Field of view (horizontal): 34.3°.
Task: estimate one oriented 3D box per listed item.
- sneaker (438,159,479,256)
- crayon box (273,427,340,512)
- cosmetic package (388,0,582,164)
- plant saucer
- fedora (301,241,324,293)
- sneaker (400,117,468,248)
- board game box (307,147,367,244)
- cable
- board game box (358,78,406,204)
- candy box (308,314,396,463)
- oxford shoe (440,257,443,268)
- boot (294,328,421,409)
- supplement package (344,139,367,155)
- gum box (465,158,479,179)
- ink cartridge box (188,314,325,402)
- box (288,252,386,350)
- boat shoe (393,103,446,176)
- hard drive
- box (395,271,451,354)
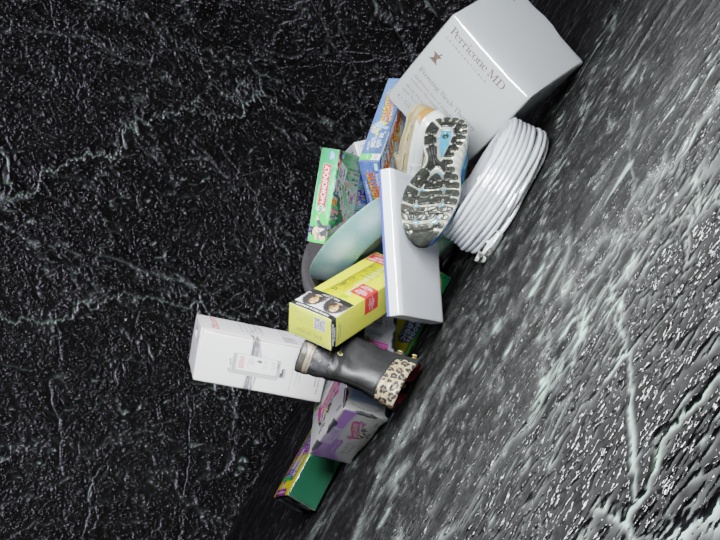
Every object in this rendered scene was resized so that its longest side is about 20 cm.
[{"bbox_3d":[0.143,-0.092,1.797,0.200,0.074,0.118,-45,-1,-18],"label":"sneaker"},{"bbox_3d":[-0.070,0.315,1.954,0.173,0.058,0.200,-60,3,-16],"label":"crayon box"},{"bbox_3d":[0.184,-0.288,1.749,0.166,0.167,0.200,-37,-6,-41],"label":"cosmetic package"},{"bbox_3d":[0.015,-0.042,1.696,0.201,0.039,0.201,-38,-15,-12],"label":"plant saucer"},{"bbox_3d":[0.000,0.000,1.860,0.177,0.090,0.200,-40,35,2],"label":"fedora"},{"bbox_3d":[0.115,-0.111,1.613,0.090,0.078,0.200,65,-141,-54],"label":"sneaker"},{"bbox_3d":[-0.025,-0.104,1.720,0.200,0.029,0.135,1,-81,-75],"label":"board game box"},{"bbox_3d":[0.186,-0.117,1.626,0.200,0.069,0.200,-60,3,8],"label":"cable"},{"bbox_3d":[0.046,-0.184,1.810,0.135,0.034,0.200,76,-156,-45],"label":"board game box"},{"bbox_3d":[-0.012,0.164,1.759,0.168,0.072,0.200,124,157,-52],"label":"candy box"},{"bbox_3d":[0.089,0.011,2.022,0.071,0.073,0.200,-61,3,-21],"label":"oxford shoe"},{"bbox_3d":[0.011,0.111,1.618,0.200,0.151,0.073,-43,-26,-61],"label":"boot"},{"bbox_3d":[0.052,-0.120,1.970,0.114,0.109,0.200,154,101,-75],"label":"supplement package"},{"bbox_3d":[0.161,-0.162,1.971,0.200,0.113,0.066,127,127,-73],"label":"gum box"},{"bbox_3d":[-0.160,0.134,1.804,0.147,0.200,0.083,-148,70,-77],"label":"ink cartridge box"},{"bbox_3d":[-0.009,0.039,1.602,0.200,0.075,0.050,-29,-48,-47],"label":"box"},{"bbox_3d":[0.090,-0.165,1.748,0.075,0.068,0.200,-29,-28,-35],"label":"boat shoe"},{"bbox_3d":[0.070,-0.031,1.614,0.132,0.025,0.200,13,-109,-59],"label":"hard drive"},{"bbox_3d":[0.071,0.087,1.867,0.200,0.048,0.117,-58,4,-1],"label":"box"}]
